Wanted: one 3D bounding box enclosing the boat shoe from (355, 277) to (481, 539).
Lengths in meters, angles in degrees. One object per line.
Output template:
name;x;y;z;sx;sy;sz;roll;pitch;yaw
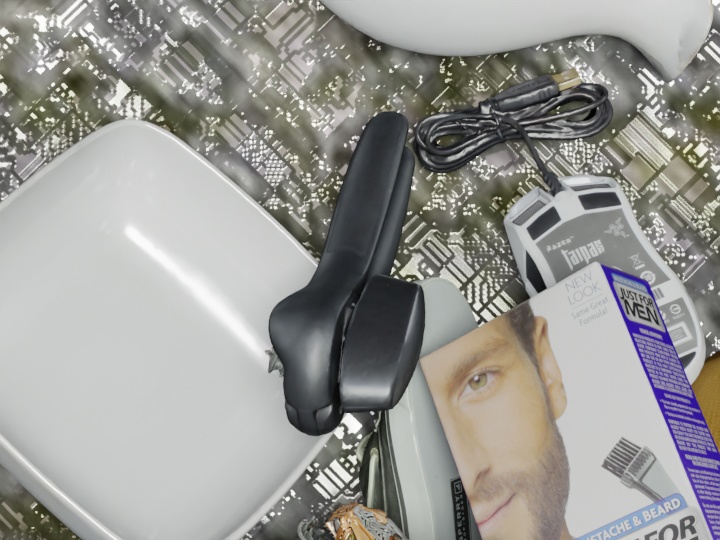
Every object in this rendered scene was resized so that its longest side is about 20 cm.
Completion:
boat shoe;0.027;0.105;0.847;0.064;0.071;0.200;-4;88;42

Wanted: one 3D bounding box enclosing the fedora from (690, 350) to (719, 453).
fedora;0.219;0.085;0.831;0.082;0.200;0.201;0;83;38

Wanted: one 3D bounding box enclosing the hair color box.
hair color box;0.114;0.110;0.756;0.109;0.065;0.200;-31;63;25

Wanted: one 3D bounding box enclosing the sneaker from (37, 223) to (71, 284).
sneaker;-0.232;0.037;0.829;0.200;0.115;0.076;-45;87;-4

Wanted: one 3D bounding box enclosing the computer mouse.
computer mouse;0.113;-0.012;0.859;0.110;0.044;0.200;-20;67;-8

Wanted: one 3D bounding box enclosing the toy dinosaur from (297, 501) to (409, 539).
toy dinosaur;0.007;0.215;0.798;0.136;0.102;0.200;-16;83;26

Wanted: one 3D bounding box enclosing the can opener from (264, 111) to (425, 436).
can opener;0.000;0.000;0.828;0.078;0.063;0.200;8;46;5

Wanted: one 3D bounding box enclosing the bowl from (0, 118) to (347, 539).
bowl;-0.113;0.045;0.822;0.200;0.075;0.200;43;54;0

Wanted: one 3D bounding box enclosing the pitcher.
pitcher;0.080;-0.193;0.865;0.200;0.121;0.172;7;64;-11
